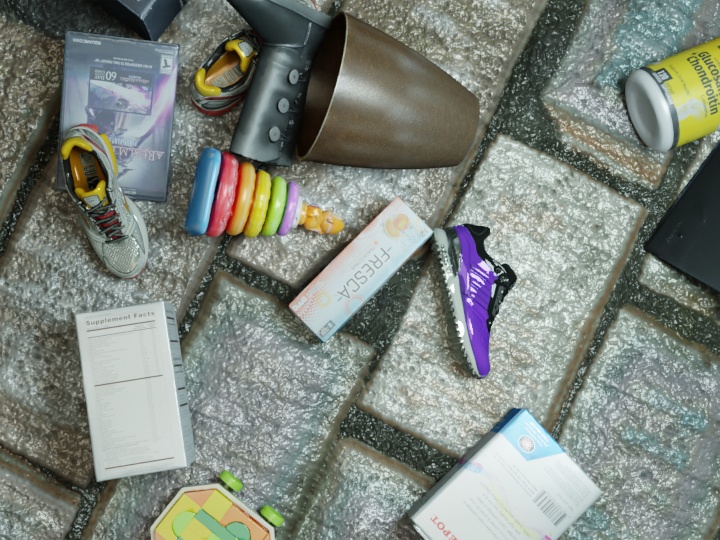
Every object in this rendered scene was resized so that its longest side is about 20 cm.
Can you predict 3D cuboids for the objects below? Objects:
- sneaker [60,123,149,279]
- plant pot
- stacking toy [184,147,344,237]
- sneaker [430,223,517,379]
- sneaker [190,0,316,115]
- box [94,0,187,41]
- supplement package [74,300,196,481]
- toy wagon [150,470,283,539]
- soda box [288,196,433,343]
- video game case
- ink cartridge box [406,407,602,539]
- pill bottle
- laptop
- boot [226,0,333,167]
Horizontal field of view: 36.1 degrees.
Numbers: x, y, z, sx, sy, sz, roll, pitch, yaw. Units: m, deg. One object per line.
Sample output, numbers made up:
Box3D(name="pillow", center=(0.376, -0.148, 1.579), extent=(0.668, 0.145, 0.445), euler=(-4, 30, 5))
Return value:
Box3D(name="sneaker", center=(-0.326, -0.080, 1.375), extent=(0.077, 0.082, 0.201), euler=(-21, 103, 4))
Box3D(name="plant pot", center=(0.041, -0.202, 1.384), extent=(0.199, 0.187, 0.188), euler=(15, 84, -16))
Box3D(name="stacking toy", center=(-0.114, -0.081, 1.398), extent=(0.199, 0.116, 0.111), euler=(12, 87, -13))
Box3D(name="sneaker", center=(0.156, 0.034, 1.409), extent=(0.099, 0.070, 0.202), euler=(-12, 86, -6))
Box3D(name="sneaker", center=(-0.132, -0.275, 1.406), extent=(0.200, 0.082, 0.078), euler=(-44, 89, -7))
Box3D(name="box", center=(-0.286, -0.433, 1.391), extent=(0.200, 0.124, 0.197), euler=(37, 83, 0))
Box3D(name="supplement package", center=(-0.273, 0.145, 1.355), extent=(0.113, 0.110, 0.202), euler=(-8, 86, -4))
Box3D(name="toy wagon", center=(-0.163, 0.356, 1.378), extent=(0.200, 0.040, 0.155), euler=(39, 84, 1))
Box3D(name="soda box", center=(0.000, 0.000, 1.406), extent=(0.200, 0.064, 0.068), euler=(-45, 89, -5))
Box3D(name="video game case", center=(-0.308, -0.194, 1.401), extent=(0.142, 0.019, 0.202), euler=(7, 101, -2))
Box3D(name="ink cartridge box", center=(0.175, 0.291, 1.380), extent=(0.200, 0.085, 0.145), euler=(-43, 88, -7))
Box3D(name="pill bottle", center=(0.453, -0.238, 1.427), extent=(0.199, 0.112, 0.113), euler=(-22, 86, -5))
Box3D(name="laptop", center=(0.517, -0.035, 1.464), extent=(0.200, 0.116, 0.188), euler=(41, 84, -28))
Box3D(name="boot", center=(-0.124, -0.234, 1.338), extent=(0.164, 0.066, 0.201), euler=(13, 101, -43))
